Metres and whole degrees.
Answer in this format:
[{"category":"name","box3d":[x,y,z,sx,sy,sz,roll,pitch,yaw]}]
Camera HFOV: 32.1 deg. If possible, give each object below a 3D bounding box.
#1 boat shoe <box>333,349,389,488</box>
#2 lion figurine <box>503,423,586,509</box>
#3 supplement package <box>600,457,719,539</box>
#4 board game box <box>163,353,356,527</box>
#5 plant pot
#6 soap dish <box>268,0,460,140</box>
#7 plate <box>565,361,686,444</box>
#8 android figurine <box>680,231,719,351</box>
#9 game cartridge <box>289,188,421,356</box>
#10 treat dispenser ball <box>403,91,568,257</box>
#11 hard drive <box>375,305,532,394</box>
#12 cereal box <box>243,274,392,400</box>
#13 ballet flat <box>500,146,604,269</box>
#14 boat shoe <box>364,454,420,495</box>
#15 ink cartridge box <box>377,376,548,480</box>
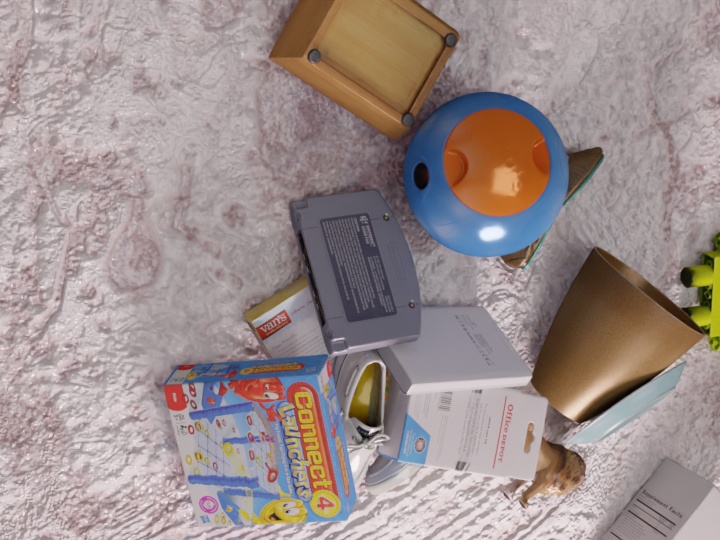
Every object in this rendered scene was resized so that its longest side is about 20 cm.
[{"category":"boat shoe","box3d":[0.002,0.196,1.560,0.074,0.086,0.202,5,104,-27]},{"category":"lion figurine","box3d":[0.231,0.244,1.730,0.122,0.072,0.200,-39,112,-18]},{"category":"supplement package","box3d":[0.456,0.402,1.843,0.121,0.120,0.200,43,84,-25]},{"category":"board game box","box3d":[-0.119,0.208,1.514,0.195,0.056,0.200,-6,109,16]},{"category":"plant pot","box3d":[0.328,0.102,1.691,0.186,0.186,0.200,30,105,-27]},{"category":"soap dish","box3d":[0.012,-0.268,1.491,0.200,0.081,0.158,30,90,-29]},{"category":"plate","box3d":[0.371,0.191,1.722,0.200,0.200,0.026,-31,76,-14]},{"category":"android figurine","box3d":[0.556,0.028,1.834,0.200,0.041,0.182,-9,107,-21]},{"category":"game cartridge","box3d":[0.000,0.000,1.526,0.133,0.041,0.200,-9,71,-18]},{"category":"treat dispenser ball","box3d":[0.152,-0.116,1.526,0.200,0.201,0.201,-6,106,-23]},{"category":"hard drive","box3d":[0.108,0.097,1.582,0.200,0.132,0.026,0,133,-37]},{"category":"cereal box","box3d":[-0.041,0.101,1.586,0.144,0.040,0.200,-32,114,-13]},{"category":"ballet flat","box3d":[0.241,-0.097,1.656,0.072,0.068,0.200,36,91,-8]},{"category":"boat shoe","box3d":[0.069,0.207,1.655,0.201,0.070,0.072,-44,106,-13]},{"category":"ink cartridge box","box3d":[0.132,0.198,1.606,0.200,0.068,0.116,13,86,-23]}]
